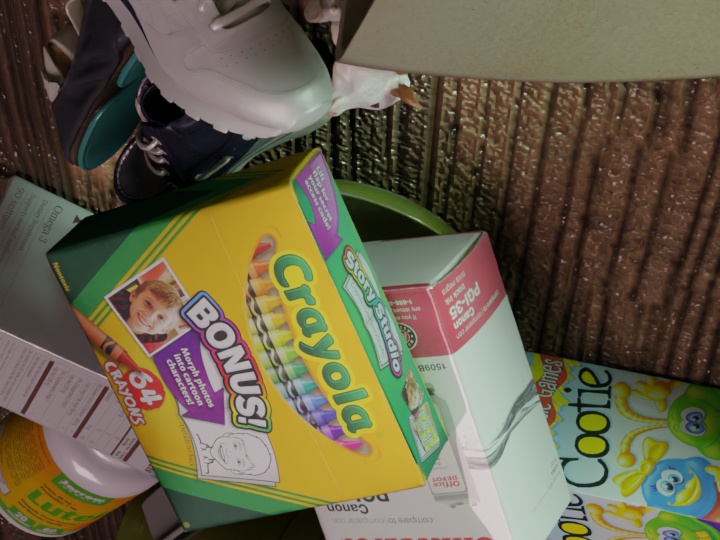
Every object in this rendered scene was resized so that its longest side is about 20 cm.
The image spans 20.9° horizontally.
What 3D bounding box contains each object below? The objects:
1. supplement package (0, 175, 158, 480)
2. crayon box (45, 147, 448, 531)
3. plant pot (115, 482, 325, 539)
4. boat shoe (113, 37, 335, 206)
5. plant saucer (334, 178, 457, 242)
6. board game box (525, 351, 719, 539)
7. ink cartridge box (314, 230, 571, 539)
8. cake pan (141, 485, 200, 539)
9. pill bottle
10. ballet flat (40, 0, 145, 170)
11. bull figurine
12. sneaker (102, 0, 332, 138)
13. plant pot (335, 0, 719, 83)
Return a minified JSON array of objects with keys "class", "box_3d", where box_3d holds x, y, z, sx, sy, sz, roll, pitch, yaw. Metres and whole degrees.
[{"class":"supplement package","box_3d":[-0.187,0.044,1.374,0.200,0.117,0.117,26,147,-9]},{"class":"crayon box","box_3d":[-0.065,0.046,1.155,0.172,0.058,0.200,-14,111,29]},{"class":"plant pot","box_3d":[-0.087,0.239,1.559,0.193,0.201,0.201,15,148,26]},{"class":"boat shoe","box_3d":[-0.108,-0.087,1.152,0.093,0.075,0.200,3,155,-43]},{"class":"plant saucer","box_3d":[0.000,0.000,1.288,0.200,0.031,0.200,14,146,10]},{"class":"board game box","box_3d":[0.193,0.140,1.321,0.200,0.105,0.103,10,145,13]},{"class":"ink cartridge box","box_3d":[0.031,0.085,1.225,0.146,0.083,0.200,-6,114,33]},{"class":"cake pan","box_3d":[-0.076,0.137,1.405,0.037,0.200,0.200,56,145,7]},{"class":"pill bottle","box_3d":[-0.208,0.131,1.517,0.111,0.111,0.200,32,146,-18]},{"class":"ballet flat","box_3d":[-0.151,-0.128,1.158,0.073,0.073,0.200,26,153,-8]},{"class":"bull figurine","box_3d":[0.033,-0.140,1.019,0.200,0.065,0.121,-22,156,39]},{"class":"sneaker","box_3d":[-0.087,-0.150,1.012,0.200,0.076,0.081,45,147,23]},{"class":"plant pot","box_3d":[0.113,-0.190,0.814,0.177,0.200,0.200,16,149,-14]}]
